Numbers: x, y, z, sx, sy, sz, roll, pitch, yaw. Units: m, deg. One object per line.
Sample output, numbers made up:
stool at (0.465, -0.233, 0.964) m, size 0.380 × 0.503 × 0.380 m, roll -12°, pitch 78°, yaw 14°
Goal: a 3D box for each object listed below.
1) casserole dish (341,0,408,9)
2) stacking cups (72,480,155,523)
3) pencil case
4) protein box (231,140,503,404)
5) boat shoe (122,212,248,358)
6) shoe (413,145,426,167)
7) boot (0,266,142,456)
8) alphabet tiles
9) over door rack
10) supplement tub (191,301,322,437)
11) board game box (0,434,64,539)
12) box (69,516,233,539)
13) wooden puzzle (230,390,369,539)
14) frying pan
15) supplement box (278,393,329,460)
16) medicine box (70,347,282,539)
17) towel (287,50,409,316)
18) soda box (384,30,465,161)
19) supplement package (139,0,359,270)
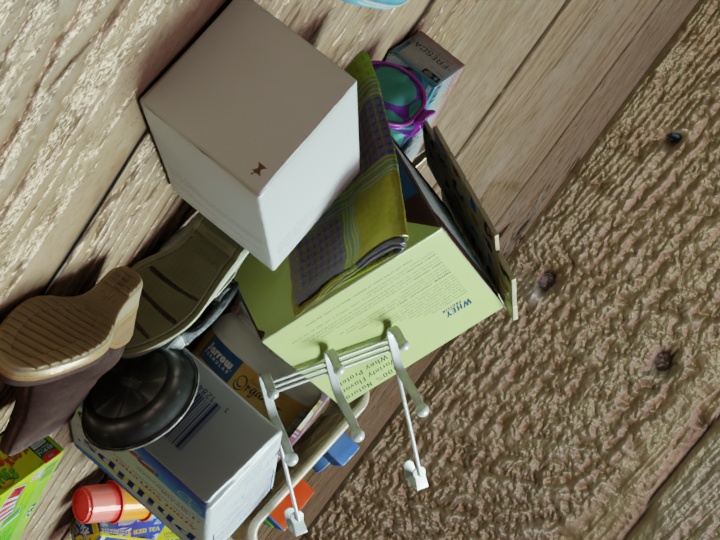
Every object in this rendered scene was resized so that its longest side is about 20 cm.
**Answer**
casserole dish at (0.028, -0.270, 1.368) m, size 0.121 × 0.039 × 0.200 m, roll -54°, pitch 170°, yaw 15°
stacking cups at (-0.222, 0.254, 1.813) m, size 0.200 × 0.061 × 0.061 m, roll -2°, pitch 136°, yaw -42°
pencil case at (0.000, -0.112, 1.631) m, size 0.085 × 0.092 × 0.200 m, roll -42°, pitch 165°, yaw -41°
protein box at (0.000, 0.000, 1.582) m, size 0.198 × 0.135 × 0.200 m, roll -32°, pitch 149°, yaw 7°
boat shoe at (-0.149, 0.003, 1.435) m, size 0.200 × 0.075 × 0.068 m, roll -43°, pitch 175°, yaw -6°
shoe at (0.016, -0.099, 1.847) m, size 0.200 × 0.053 × 0.070 m, roll -48°, pitch 169°, yaw -17°
boot at (-0.251, 0.092, 1.307) m, size 0.167 × 0.072 × 0.200 m, roll -59°, pitch 171°, yaw 27°
alphabet tiles at (0.107, -0.052, 1.611) m, size 0.006 × 0.200 × 0.167 m, roll -25°, pitch 155°, yaw -5°
over door rack at (-0.009, 0.163, 1.566) m, size 0.147 × 0.067 × 0.200 m, roll -18°, pitch 126°, yaw -14°
supplement tub at (-0.132, 0.138, 1.775) m, size 0.200 × 0.145 × 0.145 m, roll -52°, pitch 170°, yaw 3°
board game box at (-0.344, 0.232, 1.460) m, size 0.102 × 0.048 × 0.200 m, roll -36°, pitch 161°, yaw -54°
box at (-0.225, 0.305, 1.857) m, size 0.200 × 0.070 × 0.064 m, roll 12°, pitch 126°, yaw -31°
wooden puzzle at (-0.059, 0.210, 1.719) m, size 0.200 × 0.046 × 0.185 m, roll -52°, pitch -175°, yaw -12°
frying pan at (-0.165, 0.084, 1.419) m, size 0.190 × 0.115 × 0.031 m, roll -38°, pitch 131°, yaw -8°
supplement box at (-0.130, 0.170, 1.928) m, size 0.200 × 0.110 × 0.086 m, roll -53°, pitch -162°, yaw 10°
medicine box at (-0.178, 0.159, 1.547) m, size 0.103 × 0.182 × 0.200 m, roll -46°, pitch 168°, yaw -22°
towel at (-0.023, -0.074, 1.398) m, size 0.023 × 0.201 × 0.144 m, roll 17°, pitch 144°, yaw -39°
soda box at (0.033, -0.151, 1.718) m, size 0.068 × 0.064 × 0.200 m, roll -40°, pitch 164°, yaw -47°
supplement package at (-0.079, -0.102, 1.263) m, size 0.117 × 0.117 × 0.200 m, roll -49°, pitch 170°, yaw -11°
